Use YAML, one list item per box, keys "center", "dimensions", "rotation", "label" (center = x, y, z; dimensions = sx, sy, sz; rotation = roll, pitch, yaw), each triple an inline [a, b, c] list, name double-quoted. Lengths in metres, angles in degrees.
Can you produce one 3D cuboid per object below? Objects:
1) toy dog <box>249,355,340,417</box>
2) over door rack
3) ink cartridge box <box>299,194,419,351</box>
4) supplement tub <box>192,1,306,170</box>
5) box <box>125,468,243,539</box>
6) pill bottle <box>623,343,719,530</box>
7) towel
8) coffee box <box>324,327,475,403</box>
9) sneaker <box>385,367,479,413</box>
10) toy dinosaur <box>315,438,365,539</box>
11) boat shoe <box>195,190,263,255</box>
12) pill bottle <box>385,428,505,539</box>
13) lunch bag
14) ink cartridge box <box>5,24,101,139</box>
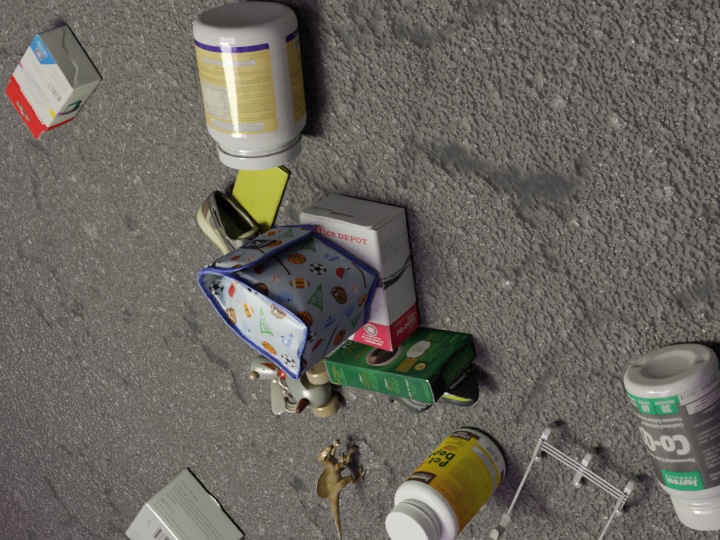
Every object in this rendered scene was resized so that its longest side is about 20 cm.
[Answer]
- center: [-0.125, 0.205, 1.634]
  dimensions: [0.199, 0.096, 0.133]
  rotation: [-15, 105, 46]
  label: "toy dog"
- center: [0.290, 0.333, 1.346]
  dimensions: [0.147, 0.066, 0.202]
  rotation: [31, 113, 24]
  label: "over door rack"
- center: [0.000, 0.000, 1.395]
  dimensions: [0.144, 0.083, 0.202]
  rotation: [14, 124, 36]
  label: "ink cartridge box"
- center: [-0.150, -0.258, 1.320]
  dimensions: [0.144, 0.145, 0.202]
  rotation: [19, 127, 33]
  label: "supplement tub"
- center: [-0.394, 0.585, 2.105]
  dimensions: [0.199, 0.130, 0.200]
  rotation: [47, 138, 8]
  label: "box"
- center: [0.398, 0.200, 1.136]
  dimensions: [0.112, 0.113, 0.202]
  rotation: [-9, 109, 45]
  label: "pill bottle"
- center: [-0.170, -0.109, 1.535]
  dimensions: [0.086, 0.018, 0.201]
  rotation: [36, 135, 12]
  label: "towel"
- center: [0.058, 0.132, 1.403]
  dimensions: [0.198, 0.123, 0.044]
  rotation: [5, 123, 39]
  label: "coffee box"
- center: [0.104, 0.177, 1.435]
  dimensions: [0.199, 0.074, 0.082]
  rotation: [10, 129, 47]
  label: "sneaker"
- center: [-0.044, 0.369, 1.663]
  dimensions: [0.058, 0.101, 0.202]
  rotation: [14, 124, 35]
  label: "toy dinosaur"
- center: [-0.186, -0.045, 1.527]
  dimensions: [0.201, 0.072, 0.066]
  rotation: [47, 141, 9]
  label: "boat shoe"
- center: [0.125, 0.332, 1.409]
  dimensions: [0.108, 0.200, 0.110]
  rotation: [22, 129, 30]
  label: "pill bottle"
- center: [-0.104, 0.022, 1.315]
  dimensions: [0.199, 0.169, 0.125]
  rotation: [33, 131, 23]
  label: "lunch bag"
- center: [-0.557, -0.334, 1.704]
  dimensions: [0.199, 0.067, 0.117]
  rotation: [-30, 93, 48]
  label: "ink cartridge box"
